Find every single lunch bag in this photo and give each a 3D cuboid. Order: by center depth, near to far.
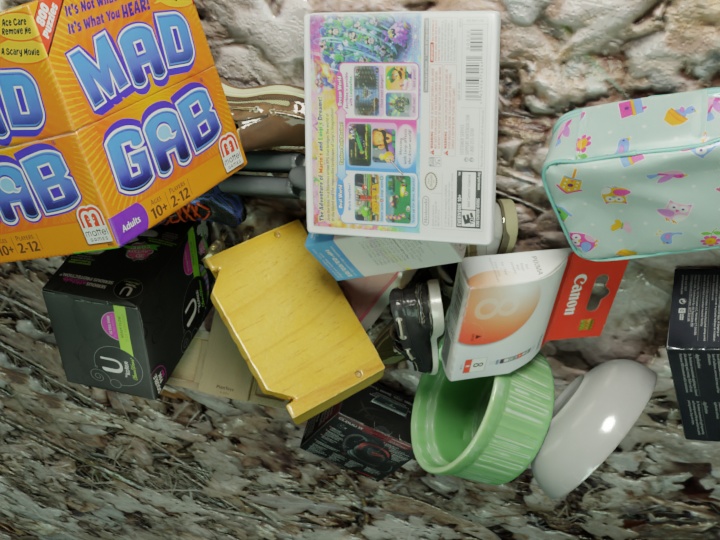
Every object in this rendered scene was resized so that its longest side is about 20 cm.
[{"bbox_3d":[0.272,-0.081,0.873,0.197,0.078,0.161,-5,142,31],"label":"lunch bag"}]

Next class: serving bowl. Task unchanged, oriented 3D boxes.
[{"bbox_3d":[0.271,0.180,1.160,0.066,0.200,0.201,40,146,4],"label":"serving bowl"}]

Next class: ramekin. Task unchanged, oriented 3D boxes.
[{"bbox_3d":[0.154,0.168,1.185,0.097,0.203,0.200,21,148,-20],"label":"ramekin"}]

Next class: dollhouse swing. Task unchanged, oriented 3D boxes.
[{"bbox_3d":[-0.087,0.078,1.123,0.202,0.180,0.176,58,150,12],"label":"dollhouse swing"}]

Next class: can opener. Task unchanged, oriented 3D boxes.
[{"bbox_3d":[-0.079,-0.104,0.997,0.198,0.054,0.066,7,176,40],"label":"can opener"}]

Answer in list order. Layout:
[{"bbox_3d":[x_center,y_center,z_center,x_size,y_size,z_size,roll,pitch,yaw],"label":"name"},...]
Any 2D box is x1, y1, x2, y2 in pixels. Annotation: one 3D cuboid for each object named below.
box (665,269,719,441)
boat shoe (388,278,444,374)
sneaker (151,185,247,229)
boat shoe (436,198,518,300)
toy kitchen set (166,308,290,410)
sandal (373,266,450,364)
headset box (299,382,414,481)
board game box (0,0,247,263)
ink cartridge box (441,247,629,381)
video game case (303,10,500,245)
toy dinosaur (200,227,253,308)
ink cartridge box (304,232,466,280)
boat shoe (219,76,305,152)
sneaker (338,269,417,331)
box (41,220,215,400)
[{"bbox_3d":[0.437,0.097,1.025,0.179,0.105,0.201,1,143,26],"label":"box"},{"bbox_3d":[0.062,0.070,1.089,0.059,0.075,0.200,-6,158,0],"label":"boat shoe"},{"bbox_3d":[-0.228,-0.079,1.115,0.197,0.079,0.076,11,147,11],"label":"sneaker"},{"bbox_3d":[0.117,-0.002,1.053,0.067,0.075,0.202,-1,137,-9],"label":"boat shoe"},{"bbox_3d":[-0.158,0.095,1.329,0.197,0.166,0.180,10,174,12],"label":"toy kitchen set"},{"bbox_3d":[0.067,0.046,1.176,0.079,0.054,0.201,3,135,-20],"label":"sandal"},{"bbox_3d":[0.012,0.241,1.461,0.147,0.076,0.200,25,146,-10],"label":"headset box"},{"bbox_3d":[-0.261,-0.143,0.867,0.197,0.200,0.203,-5,112,31],"label":"board game box"},{"bbox_3d":[0.194,0.049,1.038,0.196,0.051,0.164,-4,138,-7],"label":"ink cartridge box"},{"bbox_3d":[0.035,-0.129,0.858,0.179,0.024,0.203,5,104,20],"label":"video game case"},{"bbox_3d":[-0.154,0.016,1.191,0.057,0.102,0.201,4,141,26],"label":"toy dinosaur"},{"bbox_3d":[0.052,-0.065,0.966,0.198,0.116,0.068,-9,140,35],"label":"ink cartridge box"},{"bbox_3d":[-0.111,-0.144,0.967,0.199,0.076,0.075,11,146,12],"label":"boat shoe"},{"bbox_3d":[0.000,0.000,1.130,0.104,0.076,0.200,33,150,-2],"label":"sneaker"},{"bbox_3d":[-0.269,0.028,1.148,0.122,0.201,0.150,10,129,13],"label":"box"}]
